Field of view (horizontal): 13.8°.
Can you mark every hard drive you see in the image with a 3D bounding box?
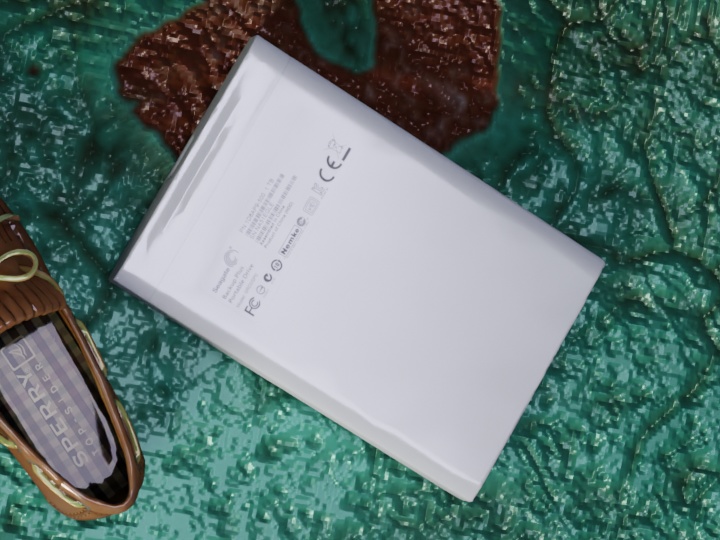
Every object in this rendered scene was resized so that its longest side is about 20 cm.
[{"bbox_3d":[0.000,0.000,1.384,0.199,0.027,0.132,32,81,-12],"label":"hard drive"}]

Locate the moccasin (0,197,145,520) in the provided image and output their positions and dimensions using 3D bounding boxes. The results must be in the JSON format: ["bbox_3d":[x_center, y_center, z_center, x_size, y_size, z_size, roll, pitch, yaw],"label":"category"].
[{"bbox_3d":[-0.163,0.024,1.313,0.073,0.078,0.202,-29,97,-13],"label":"moccasin"}]
